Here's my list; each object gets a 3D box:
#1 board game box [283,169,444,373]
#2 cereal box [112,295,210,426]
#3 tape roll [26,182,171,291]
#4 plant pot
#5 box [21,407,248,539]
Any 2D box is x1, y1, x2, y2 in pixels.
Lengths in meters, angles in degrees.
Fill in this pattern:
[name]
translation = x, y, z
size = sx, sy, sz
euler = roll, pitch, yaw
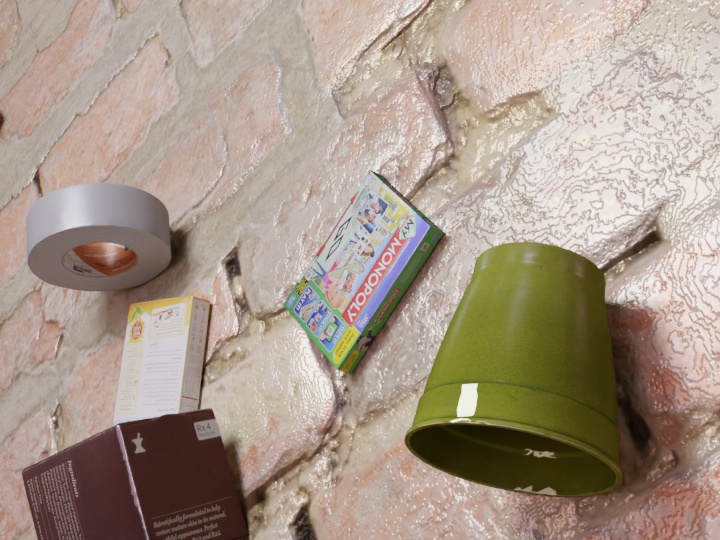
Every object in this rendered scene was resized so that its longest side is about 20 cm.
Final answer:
[board game box]
translation = 0.000, 0.000, 1.293
size = 0.202, 0.029, 0.135
euler = -57, 46, 12
[cereal box]
translation = -0.273, 0.142, 1.490
size = 0.142, 0.039, 0.204
euler = -7, 72, 41
[tape roll]
translation = -0.365, -0.043, 1.525
size = 0.199, 0.199, 0.067
euler = -27, 58, 33
[plant pot]
translation = 0.156, 0.087, 1.024
size = 0.198, 0.200, 0.196
euler = -8, 58, 41
[box]
translation = -0.277, 0.284, 1.335
size = 0.198, 0.165, 0.167
euler = -26, 75, 34
